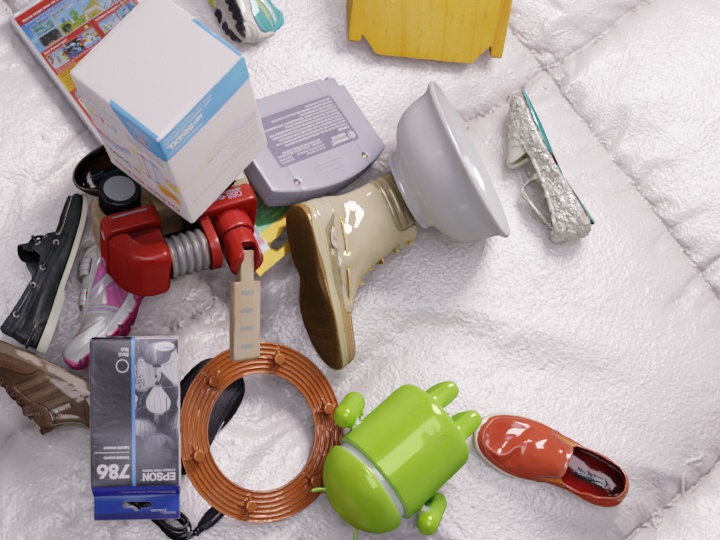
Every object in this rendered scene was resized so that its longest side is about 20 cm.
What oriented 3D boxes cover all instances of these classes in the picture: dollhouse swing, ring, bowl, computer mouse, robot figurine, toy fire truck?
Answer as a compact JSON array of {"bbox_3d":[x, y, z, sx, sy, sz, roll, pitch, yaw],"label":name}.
[{"bbox_3d":[0.082,-0.383,1.750,0.197,0.176,0.184,4,116,-9],"label":"dollhouse swing"},{"bbox_3d":[-0.109,0.181,1.553,0.198,0.019,0.204,3,83,-24],"label":"ring"},{"bbox_3d":[0.093,-0.112,1.620,0.090,0.201,0.203,-27,81,12],"label":"bowl"},{"bbox_3d":[-0.181,0.201,1.548,0.140,0.046,0.200,41,73,4],"label":"computer mouse"},{"bbox_3d":[0.041,0.209,1.548,0.199,0.116,0.176,-40,93,-16],"label":"robot figurine"},{"bbox_3d":[-0.182,-0.006,1.498,0.174,0.129,0.201,-16,58,-21],"label":"toy fire truck"}]

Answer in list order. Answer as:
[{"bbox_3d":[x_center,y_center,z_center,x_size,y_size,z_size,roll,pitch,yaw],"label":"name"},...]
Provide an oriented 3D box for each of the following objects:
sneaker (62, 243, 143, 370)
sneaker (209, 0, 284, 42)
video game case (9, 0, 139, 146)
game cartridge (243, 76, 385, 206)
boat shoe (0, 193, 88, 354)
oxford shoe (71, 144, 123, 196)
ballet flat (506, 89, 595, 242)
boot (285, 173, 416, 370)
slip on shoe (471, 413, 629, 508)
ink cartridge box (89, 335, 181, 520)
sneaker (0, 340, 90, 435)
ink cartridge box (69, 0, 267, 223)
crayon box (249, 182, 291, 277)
[{"bbox_3d":[-0.286,0.020,1.565,0.087,0.081,0.201,30,65,0],"label":"sneaker"},{"bbox_3d":[-0.158,-0.373,1.698,0.079,0.077,0.202,-20,84,-34],"label":"sneaker"},{"bbox_3d":[-0.306,-0.261,1.660,0.142,0.017,0.201,-36,84,-16],"label":"video game case"},{"bbox_3d":[-0.066,-0.149,1.621,0.199,0.041,0.134,-25,72,-43],"label":"game cartridge"},{"bbox_3d":[-0.355,-0.006,1.544,0.065,0.074,0.202,18,65,-15],"label":"boat shoe"},{"bbox_3d":[-0.236,-0.128,1.555,0.198,0.084,0.074,-25,89,16],"label":"oxford shoe"},{"bbox_3d":[0.217,-0.124,1.693,0.071,0.072,0.202,-24,81,-15],"label":"ballet flat"},{"bbox_3d":[0.000,0.000,1.611,0.154,0.072,0.203,-22,107,-35],"label":"boot"},{"bbox_3d":[0.224,0.218,1.607,0.198,0.061,0.075,24,75,-1],"label":"slip on shoe"},{"bbox_3d":[-0.242,0.172,1.492,0.098,0.039,0.203,-2,92,-7],"label":"ink cartridge box"},{"bbox_3d":[-0.353,0.138,1.524,0.198,0.070,0.076,24,80,-1],"label":"sneaker"},{"bbox_3d":[-0.188,-0.156,1.414,0.128,0.201,0.125,37,73,19],"label":"ink cartridge box"},{"bbox_3d":[-0.139,-0.100,1.630,0.125,0.052,0.201,-39,84,-16],"label":"crayon box"}]
